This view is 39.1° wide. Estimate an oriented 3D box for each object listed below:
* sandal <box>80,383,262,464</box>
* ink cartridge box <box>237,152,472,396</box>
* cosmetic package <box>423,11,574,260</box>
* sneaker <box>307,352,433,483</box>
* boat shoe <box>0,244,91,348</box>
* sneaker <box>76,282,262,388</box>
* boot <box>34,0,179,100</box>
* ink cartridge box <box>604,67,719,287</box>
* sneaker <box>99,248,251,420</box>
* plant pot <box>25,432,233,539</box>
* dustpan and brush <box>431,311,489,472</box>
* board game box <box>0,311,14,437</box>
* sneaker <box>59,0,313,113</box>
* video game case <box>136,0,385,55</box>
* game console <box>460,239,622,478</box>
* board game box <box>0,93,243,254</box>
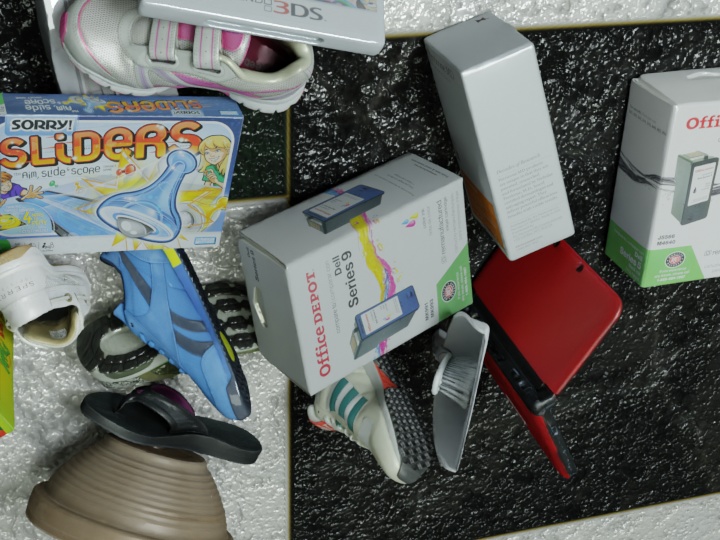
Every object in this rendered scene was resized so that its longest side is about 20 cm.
[{"bbox_3d":[-0.182,0.143,1.006,0.200,0.075,0.048,21,101,-37],"label":"sandal"},{"bbox_3d":[0.000,0.000,0.934,0.200,0.087,0.146,-26,127,-26],"label":"ink cartridge box"},{"bbox_3d":[0.129,-0.122,0.933,0.071,0.101,0.200,-23,123,-4],"label":"cosmetic package"},{"bbox_3d":[0.001,0.144,0.991,0.093,0.200,0.070,-39,130,13],"label":"sneaker"},{"bbox_3d":[-0.263,0.034,0.844,0.071,0.200,0.069,-29,83,-3],"label":"boat shoe"},{"bbox_3d":[-0.169,0.070,0.980,0.200,0.077,0.089,-9,153,-15],"label":"sneaker"},{"bbox_3d":[-0.200,-0.167,0.822,0.095,0.074,0.200,-17,132,-16],"label":"boot"},{"bbox_3d":[0.343,-0.095,1.031,0.145,0.084,0.200,-8,121,-14],"label":"ink cartridge box"},{"bbox_3d":[-0.165,0.053,0.905,0.078,0.066,0.200,-29,80,-4],"label":"sneaker"},{"bbox_3d":[-0.210,0.214,0.979,0.201,0.201,0.093,19,84,-27],"label":"plant pot"},{"bbox_3d":[0.089,0.093,0.989,0.057,0.200,0.140,12,104,8],"label":"dustpan and brush"},{"bbox_3d":[-0.340,0.079,0.831,0.101,0.200,0.048,-28,124,-2],"label":"board game box"},{"bbox_3d":[-0.121,-0.175,0.764,0.200,0.088,0.082,3,83,-25],"label":"sneaker"},{"bbox_3d":[-0.070,-0.267,0.752,0.182,0.024,0.200,5,74,-21],"label":"video game case"},{"bbox_3d":[0.186,0.070,1.005,0.119,0.200,0.172,-29,124,0],"label":"game console"},{"bbox_3d":[-0.203,-0.077,0.821,0.200,0.034,0.136,-4,131,-25],"label":"board game box"}]
